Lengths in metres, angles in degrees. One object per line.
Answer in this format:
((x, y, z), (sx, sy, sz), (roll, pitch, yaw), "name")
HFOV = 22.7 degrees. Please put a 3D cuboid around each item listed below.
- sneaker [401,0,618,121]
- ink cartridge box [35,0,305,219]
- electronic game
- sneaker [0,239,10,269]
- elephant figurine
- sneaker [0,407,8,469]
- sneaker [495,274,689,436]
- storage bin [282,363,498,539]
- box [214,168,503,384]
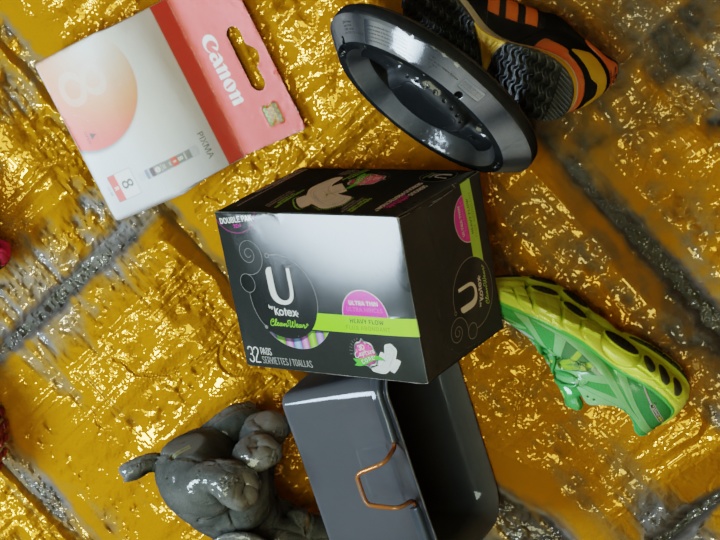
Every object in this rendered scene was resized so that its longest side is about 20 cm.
((0.121, -0.189, 1.470), (0.200, 0.090, 0.070), (37, 130, 33), "sneaker")
((-0.171, -0.153, 1.595), (0.199, 0.050, 0.163), (-21, 102, 28), "ink cartridge box")
((0.059, -0.146, 1.453), (0.199, 0.200, 0.042), (36, 78, 4), "electronic game")
((-0.403, -0.078, 1.695), (0.074, 0.081, 0.201), (-24, 109, 11), "sneaker")
((-0.100, 0.237, 1.684), (0.155, 0.141, 0.201), (15, 135, 44), "elephant figurine")
((-0.417, 0.128, 1.781), (0.082, 0.078, 0.201), (-22, 92, 29), "sneaker")
((0.185, 0.075, 1.542), (0.199, 0.074, 0.084), (34, 113, 4), "sneaker")
((0.018, 0.166, 1.609), (0.134, 0.145, 0.201), (-10, 106, 33), "storage bin")
((0.000, 0.000, 1.522), (0.199, 0.124, 0.150), (3, 112, 38), "box")
